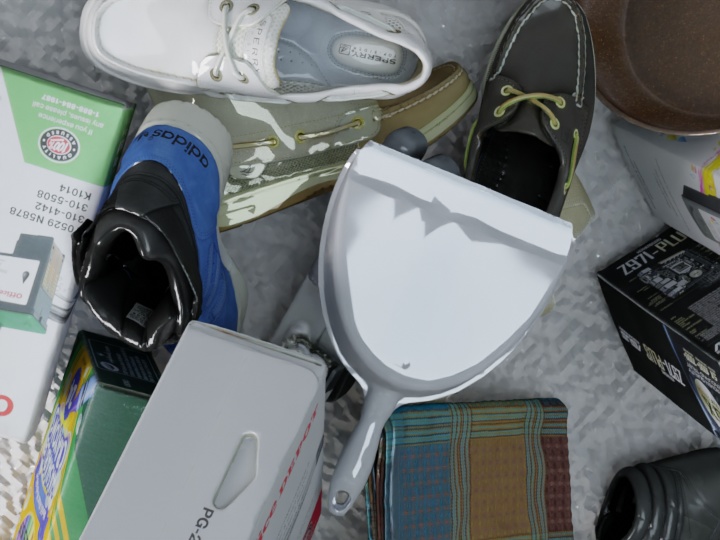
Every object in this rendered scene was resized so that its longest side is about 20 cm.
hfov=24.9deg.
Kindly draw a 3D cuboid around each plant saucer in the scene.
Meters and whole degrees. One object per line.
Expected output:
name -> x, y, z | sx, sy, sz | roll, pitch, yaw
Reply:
plant saucer -> 0.224, -0.168, 0.993 | 0.202, 0.200, 0.037 | -56, 141, 1

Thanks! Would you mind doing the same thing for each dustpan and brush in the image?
dustpan and brush -> 0.023, 0.046, 0.919 | 0.138, 0.057, 0.202 | 21, 87, -6

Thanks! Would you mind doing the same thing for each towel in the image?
towel -> 0.074, 0.155, 1.017 | 0.199, 0.022, 0.149 | 1, 85, -48

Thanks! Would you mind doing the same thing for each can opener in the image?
can opener -> 0.000, 0.000, 0.986 | 0.053, 0.066, 0.201 | 39, 125, 16

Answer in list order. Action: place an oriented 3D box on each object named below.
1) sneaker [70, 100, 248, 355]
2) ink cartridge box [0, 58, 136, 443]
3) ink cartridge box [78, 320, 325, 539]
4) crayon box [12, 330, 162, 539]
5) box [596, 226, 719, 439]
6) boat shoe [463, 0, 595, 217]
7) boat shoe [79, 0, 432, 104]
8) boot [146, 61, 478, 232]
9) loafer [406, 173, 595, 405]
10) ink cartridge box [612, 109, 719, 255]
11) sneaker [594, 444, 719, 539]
sneaker -> -0.114, 0.013, 0.920 | 0.076, 0.112, 0.201 | 18, 140, 9
ink cartridge box -> -0.225, -0.020, 0.927 | 0.144, 0.084, 0.202 | 16, 96, -8
ink cartridge box -> -0.081, 0.142, 0.897 | 0.082, 0.201, 0.146 | 19, 60, 10
crayon box -> -0.169, 0.149, 0.963 | 0.051, 0.126, 0.202 | 16, 97, -17
box -> 0.278, 0.011, 1.035 | 0.199, 0.164, 0.087 | -31, 117, -8
boat shoe -> 0.099, -0.073, 0.969 | 0.071, 0.061, 0.204 | 12, 86, 5
boat shoe -> -0.055, -0.128, 0.899 | 0.197, 0.069, 0.072 | 2, 103, -9
boot -> -0.038, -0.127, 0.975 | 0.198, 0.072, 0.156 | -23, 104, -9
loafer -> 0.086, 0.016, 1.034 | 0.068, 0.076, 0.201 | 32, 91, -13
ink cartridge box -> 0.270, -0.075, 0.997 | 0.147, 0.200, 0.086 | -36, 116, -7
sneaker -> 0.206, 0.219, 1.115 | 0.098, 0.071, 0.203 | 1, 95, -14
